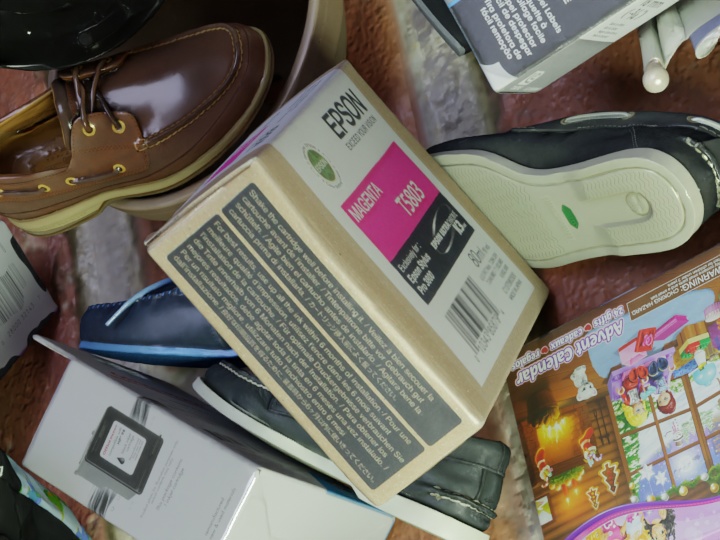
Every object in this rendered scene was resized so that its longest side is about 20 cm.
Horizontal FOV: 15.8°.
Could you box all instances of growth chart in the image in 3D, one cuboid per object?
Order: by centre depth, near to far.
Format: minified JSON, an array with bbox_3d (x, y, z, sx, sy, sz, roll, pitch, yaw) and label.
[{"bbox_3d":[0.211,-0.159,1.258,0.200,0.018,0.145,-30,28,26],"label":"growth chart"}]

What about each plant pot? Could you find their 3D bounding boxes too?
[{"bbox_3d":[-0.074,-0.116,1.467,0.201,0.093,0.201,-16,63,35],"label":"plant pot"}]

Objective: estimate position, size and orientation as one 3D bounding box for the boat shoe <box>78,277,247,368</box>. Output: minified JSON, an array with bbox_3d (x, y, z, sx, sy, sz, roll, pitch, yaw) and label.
[{"bbox_3d":[-0.061,0.017,1.421,0.200,0.084,0.069,-3,81,22],"label":"boat shoe"}]

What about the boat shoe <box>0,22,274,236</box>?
[{"bbox_3d":[-0.135,-0.079,1.395,0.200,0.068,0.072,-25,59,30],"label":"boat shoe"}]

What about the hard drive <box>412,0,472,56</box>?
[{"bbox_3d":[0.048,-0.219,1.348,0.135,0.200,0.042,-27,12,20],"label":"hard drive"}]

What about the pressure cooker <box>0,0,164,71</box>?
[{"bbox_3d":[-0.178,-0.226,1.401,0.176,0.179,0.200,-45,26,23],"label":"pressure cooker"}]

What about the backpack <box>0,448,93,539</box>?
[{"bbox_3d":[-0.218,0.169,1.401,0.154,0.200,0.163,29,86,36],"label":"backpack"}]

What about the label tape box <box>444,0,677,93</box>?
[{"bbox_3d":[0.120,-0.198,1.258,0.200,0.063,0.144,-33,79,21],"label":"label tape box"}]

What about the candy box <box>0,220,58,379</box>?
[{"bbox_3d":[-0.302,0.066,1.532,0.168,0.072,0.200,-9,33,37],"label":"candy box"}]

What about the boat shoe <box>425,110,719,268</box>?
[{"bbox_3d":[0.107,-0.046,1.321,0.200,0.072,0.068,0,36,46],"label":"boat shoe"}]

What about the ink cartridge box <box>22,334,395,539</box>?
[{"bbox_3d":[-0.094,0.109,1.378,0.200,0.116,0.067,26,91,43],"label":"ink cartridge box"}]

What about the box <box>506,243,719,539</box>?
[{"bbox_3d":[0.168,0.063,1.230,0.200,0.039,0.137,-29,57,28],"label":"box"}]

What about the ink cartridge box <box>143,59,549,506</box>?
[{"bbox_3d":[0.000,0.000,1.251,0.075,0.200,0.165,-38,96,21],"label":"ink cartridge box"}]

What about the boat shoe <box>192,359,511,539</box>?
[{"bbox_3d":[-0.002,0.078,1.343,0.199,0.074,0.066,26,88,42],"label":"boat shoe"}]
